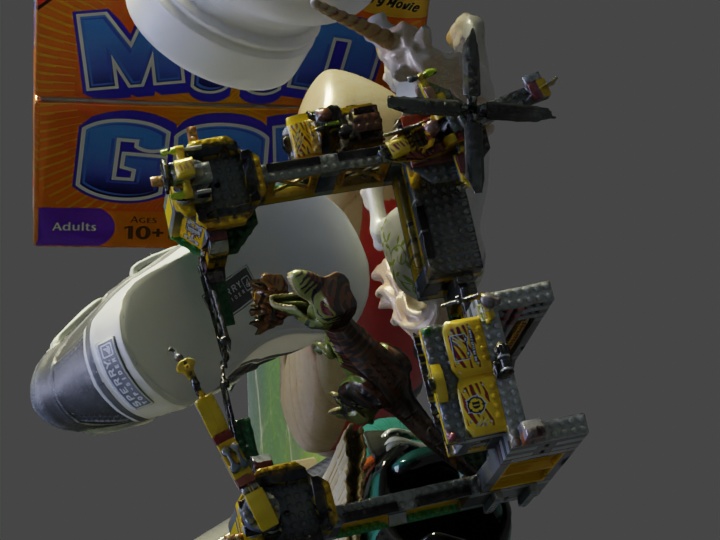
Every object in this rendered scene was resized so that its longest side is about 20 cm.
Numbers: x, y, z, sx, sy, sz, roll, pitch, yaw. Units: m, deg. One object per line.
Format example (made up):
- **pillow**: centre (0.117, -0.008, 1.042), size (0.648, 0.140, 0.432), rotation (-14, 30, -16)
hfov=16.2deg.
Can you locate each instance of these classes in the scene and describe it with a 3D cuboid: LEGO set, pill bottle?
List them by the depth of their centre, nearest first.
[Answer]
- **LEGO set**: centre (0.003, 0.013, 0.935), size (0.116, 0.153, 0.201), rotation (112, 155, -70)
- **pill bottle**: centre (-0.022, -0.177, 1.061), size (0.200, 0.112, 0.112), rotation (-58, 25, 33)

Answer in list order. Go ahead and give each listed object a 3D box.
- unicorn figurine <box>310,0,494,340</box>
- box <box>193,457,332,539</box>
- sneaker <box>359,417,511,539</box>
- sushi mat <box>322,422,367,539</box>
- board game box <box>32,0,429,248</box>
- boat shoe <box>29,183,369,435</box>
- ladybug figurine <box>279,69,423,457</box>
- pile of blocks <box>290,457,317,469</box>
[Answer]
- **unicorn figurine**: centre (0.029, -0.056, 1.096), size (0.137, 0.074, 0.200), rotation (-105, 1, -63)
- **box**: centre (-0.071, 0.170, 1.284), size (0.068, 0.200, 0.082), rotation (58, 174, -1)
- **sneaker**: centre (0.030, 0.101, 1.065), size (0.200, 0.071, 0.080), rotation (-99, 28, -66)
- **sushi mat**: centre (-0.030, 0.152, 1.092), size (0.200, 0.012, 0.096), rotation (116, 163, -55)
- **board game box**: centre (-0.077, -0.150, 1.381), size (0.200, 0.199, 0.200), rotation (-98, 11, -49)
- **boat shoe**: centre (-0.065, 0.020, 1.053), size (0.072, 0.068, 0.200), rotation (62, -148, -6)
- **ladybug figurine**: centre (0.000, 0.000, 1.247), size (0.136, 0.072, 0.201), rotation (-96, 10, -64)
- **pile of blocks**: centre (-0.036, 0.218, 1.634), size (0.062, 0.082, 0.201), rotation (-7, -68, -54)
